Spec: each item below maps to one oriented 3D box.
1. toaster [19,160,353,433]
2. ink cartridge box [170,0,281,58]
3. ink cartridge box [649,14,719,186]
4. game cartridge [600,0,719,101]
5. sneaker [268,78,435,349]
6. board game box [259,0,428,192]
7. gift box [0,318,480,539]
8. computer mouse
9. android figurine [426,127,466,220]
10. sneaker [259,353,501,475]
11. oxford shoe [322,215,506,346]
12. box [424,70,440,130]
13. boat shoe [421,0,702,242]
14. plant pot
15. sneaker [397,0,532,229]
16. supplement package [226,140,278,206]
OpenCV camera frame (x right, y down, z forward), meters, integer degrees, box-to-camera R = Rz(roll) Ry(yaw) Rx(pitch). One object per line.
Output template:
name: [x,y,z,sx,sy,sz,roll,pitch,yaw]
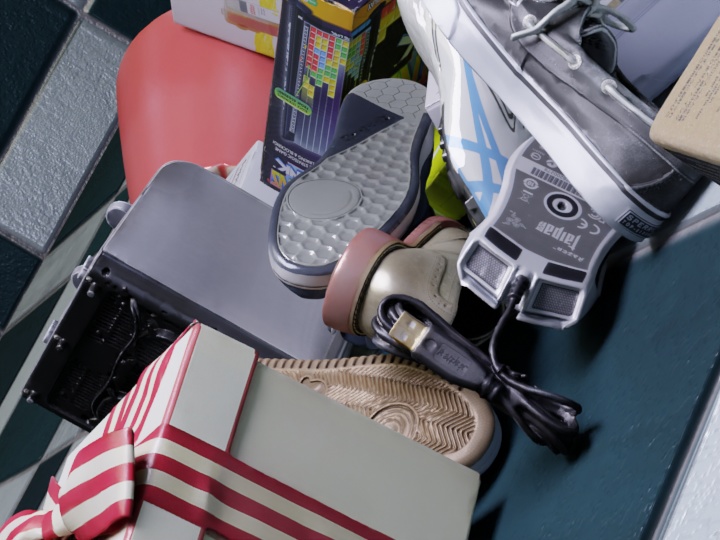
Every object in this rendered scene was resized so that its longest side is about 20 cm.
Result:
toaster: [-0.096,0.047,1.457,0.181,0.199,0.119,-54,8,52]
ink cartridge box: [-0.025,-0.226,1.688,0.145,0.199,0.084,-57,-21,-35]
ink cartridge box: [0.214,-0.110,0.884,0.200,0.075,0.165,-57,14,2]
game cartridge: [0.105,-0.177,1.161,0.133,0.200,0.041,-44,10,45]
sneaker: [0.002,0.000,1.283,0.202,0.077,0.147,-59,-26,-55]
board game box: [0.018,-0.156,1.487,0.200,0.057,0.166,-44,-27,-41]
gift box: [-0.073,0.143,1.085,0.185,0.186,0.201,-46,24,45]
computer mouse: [0.084,0.003,1.107,0.200,0.109,0.044,-55,-12,-46]
android figurine: [0.071,-0.089,1.436,0.182,0.041,0.200,-60,12,-8]
sneaker: [0.010,0.101,1.204,0.199,0.109,0.070,4,55,41]
oxford shoe: [0.045,0.018,1.195,0.200,0.074,0.071,-14,-54,-69]
box: [0.111,-0.158,1.340,0.144,0.036,0.200,-26,27,18]
boat shoe: [0.099,-0.106,1.124,0.068,0.073,0.200,-47,55,18]
plant pot: [-0.095,-0.080,1.734,0.201,0.200,0.178,-49,26,35]
sneaker: [0.075,-0.081,1.211,0.072,0.201,0.072,-18,-20,7]
supplement package: [-0.088,0.025,1.611,0.200,0.109,0.114,-46,17,43]
